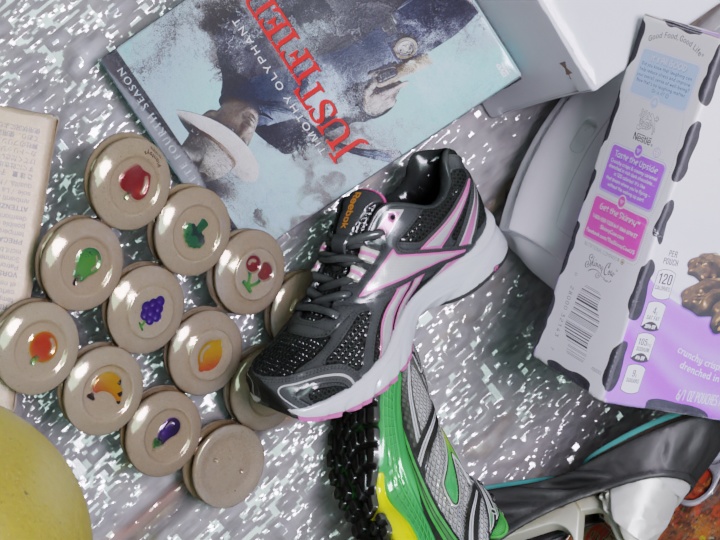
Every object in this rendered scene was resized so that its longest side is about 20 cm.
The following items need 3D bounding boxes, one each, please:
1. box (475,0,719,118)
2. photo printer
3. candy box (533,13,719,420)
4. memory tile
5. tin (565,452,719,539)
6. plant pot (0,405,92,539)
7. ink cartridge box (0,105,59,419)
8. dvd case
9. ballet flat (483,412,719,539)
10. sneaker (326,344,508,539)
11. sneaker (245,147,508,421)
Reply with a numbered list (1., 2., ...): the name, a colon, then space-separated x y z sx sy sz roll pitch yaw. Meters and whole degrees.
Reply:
1. box: 0.153 -0.193 0.995 0.199 0.152 0.107 -35 99 -16
2. photo printer: 0.192 -0.033 1.045 0.199 0.069 0.167 38 80 -14
3. candy box: 0.207 -0.022 0.938 0.166 0.071 0.202 10 102 -31
4. memory tile: -0.102 0.033 0.938 0.200 0.017 0.154 38 76 -39
5. tin: 0.170 0.181 1.011 0.200 0.112 0.042 -51 127 -8
6. plant pot: -0.227 0.177 0.839 0.198 0.142 0.202 -5 111 -12
7. ink cartridge box: -0.273 -0.019 0.899 0.198 0.075 0.167 11 87 -18
8. dvd case: -0.028 -0.116 0.965 0.199 0.022 0.147 -32 99 10
9. ballet flat: 0.133 0.144 0.997 0.198 0.068 0.069 -22 61 11
10. sneaker: 0.034 0.128 0.969 0.084 0.078 0.202 3 61 -24
11. sneaker: 0.000 0.000 0.958 0.200 0.080 0.087 -46 128 -37
